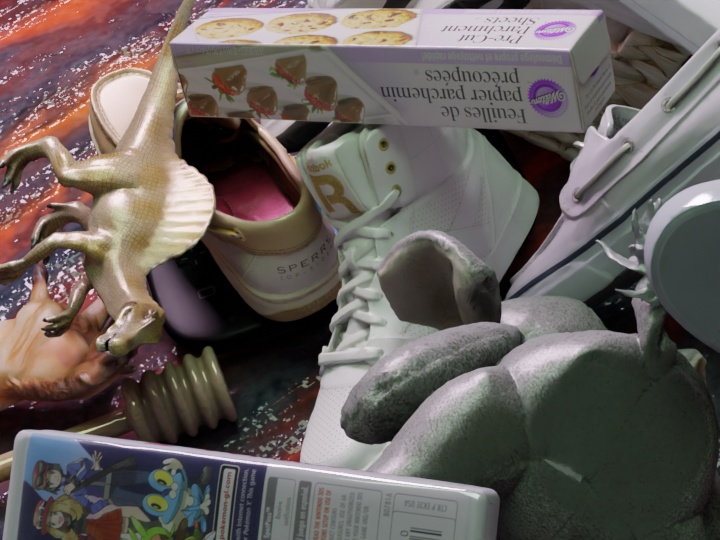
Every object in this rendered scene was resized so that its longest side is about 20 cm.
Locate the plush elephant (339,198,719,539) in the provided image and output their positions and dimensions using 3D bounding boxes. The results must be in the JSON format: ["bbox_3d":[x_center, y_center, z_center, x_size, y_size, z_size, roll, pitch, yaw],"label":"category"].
[{"bbox_3d":[0.069,0.065,0.707,0.164,0.155,0.201,28,84,-7],"label":"plush elephant"}]

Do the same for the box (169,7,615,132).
[{"bbox_3d":[0.010,-0.088,0.773,0.198,0.039,0.041,6,36,30],"label":"box"}]

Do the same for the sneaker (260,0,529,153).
[{"bbox_3d":[0.000,-0.142,0.883,0.075,0.200,0.116,-13,76,-39],"label":"sneaker"}]

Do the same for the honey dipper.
[{"bbox_3d":[-0.154,0.089,0.829,0.198,0.038,0.038,-22,39,-5],"label":"honey dipper"}]

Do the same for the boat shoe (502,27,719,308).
[{"bbox_3d":[0.128,-0.044,0.795,0.073,0.200,0.067,-16,70,-56],"label":"boat shoe"}]

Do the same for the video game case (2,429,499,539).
[{"bbox_3d":[-0.049,0.164,0.610,0.180,0.023,0.202,5,86,22],"label":"video game case"}]

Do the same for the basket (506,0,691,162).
[{"bbox_3d":[0.115,-0.168,0.952,0.134,0.124,0.201,24,42,-3],"label":"basket"}]

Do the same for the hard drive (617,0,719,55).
[{"bbox_3d":[0.172,-0.145,0.849,0.199,0.027,0.132,37,43,11],"label":"hard drive"}]

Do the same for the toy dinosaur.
[{"bbox_3d":[-0.114,-0.035,0.837,0.100,0.058,0.202,-6,57,16],"label":"toy dinosaur"}]

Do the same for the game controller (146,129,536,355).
[{"bbox_3d":[-0.012,-0.021,0.910,0.198,0.042,0.105,-20,39,-6],"label":"game controller"}]

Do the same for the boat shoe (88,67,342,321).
[{"bbox_3d":[-0.075,-0.057,0.885,0.073,0.070,0.200,-34,50,-20],"label":"boat shoe"}]

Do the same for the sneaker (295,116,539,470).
[{"bbox_3d":[0.000,0.000,0.799,0.073,0.116,0.201,-11,42,44],"label":"sneaker"}]

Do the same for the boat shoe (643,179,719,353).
[{"bbox_3d":[0.191,-0.009,0.642,0.198,0.071,0.091,9,31,-9],"label":"boat shoe"}]

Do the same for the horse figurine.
[{"bbox_3d":[-0.185,0.034,0.877,0.198,0.050,0.133,-14,41,15],"label":"horse figurine"}]
